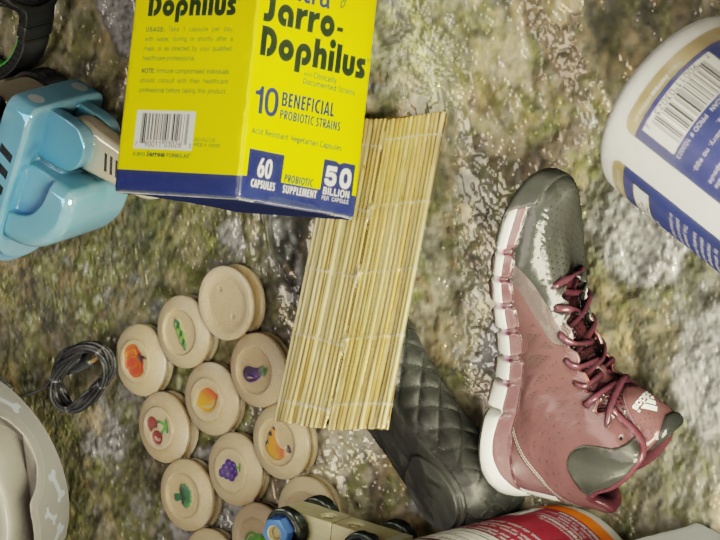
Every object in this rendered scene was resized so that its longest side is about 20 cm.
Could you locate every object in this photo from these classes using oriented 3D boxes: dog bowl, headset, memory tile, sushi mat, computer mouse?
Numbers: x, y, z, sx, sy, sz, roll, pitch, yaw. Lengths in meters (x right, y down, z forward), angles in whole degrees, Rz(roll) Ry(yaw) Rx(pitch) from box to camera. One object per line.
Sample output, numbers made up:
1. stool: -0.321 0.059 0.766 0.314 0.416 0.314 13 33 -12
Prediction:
1. dog bowl: -0.294 0.155 1.712 0.200 0.059 0.201 15 118 29
2. headset: -0.268 -0.225 1.654 0.123 0.094 0.200 34 127 33
3. memory tile: -0.091 0.109 1.586 0.153 0.017 0.200 -30 75 39
4. sushi mat: 0.000 0.000 1.455 0.096 0.012 0.201 3 78 42
5. computer mouse: -0.240 0.085 1.704 0.200 0.034 0.059 -19 98 38

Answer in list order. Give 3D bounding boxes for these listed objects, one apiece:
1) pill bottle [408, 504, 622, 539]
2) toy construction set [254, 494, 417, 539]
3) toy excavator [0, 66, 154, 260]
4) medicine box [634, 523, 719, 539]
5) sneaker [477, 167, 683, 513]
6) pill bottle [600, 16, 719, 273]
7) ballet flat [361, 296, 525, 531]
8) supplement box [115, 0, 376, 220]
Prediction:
1. pill bottle: 0.062 0.201 1.339 0.113 0.200 0.113 6 99 41
2. toy construction set: -0.015 0.216 1.480 0.200 0.092 0.132 9 104 22
3. toy excavator: -0.182 -0.074 1.608 0.200 0.100 0.195 32 117 20
4. medicine box: 0.198 0.269 1.291 0.182 0.103 0.201 26 112 36
5. sneaker: 0.135 0.046 1.352 0.115 0.076 0.201 18 117 34
6. pill bottle: 0.228 -0.034 1.226 0.200 0.111 0.111 42 120 30
7. ballet flat: 0.032 0.077 1.462 0.200 0.057 0.066 62 139 26
8. supplement box: -0.066 -0.138 1.456 0.109 0.109 0.201 5 88 40
